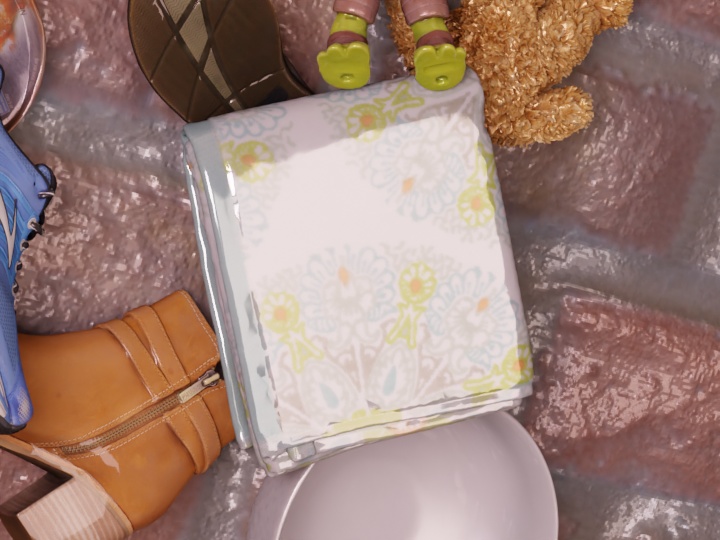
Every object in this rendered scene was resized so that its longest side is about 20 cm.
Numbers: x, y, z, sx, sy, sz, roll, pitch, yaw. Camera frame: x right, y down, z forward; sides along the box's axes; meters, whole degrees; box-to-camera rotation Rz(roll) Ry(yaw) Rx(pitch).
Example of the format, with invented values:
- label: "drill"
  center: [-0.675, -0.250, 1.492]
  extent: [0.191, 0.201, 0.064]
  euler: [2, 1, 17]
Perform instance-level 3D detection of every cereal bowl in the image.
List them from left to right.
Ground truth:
- label: "cereal bowl"
  center: [0.016, 0.158, 1.323]
  extent: [0.200, 0.083, 0.200]
  euler: [-7, 106, -26]

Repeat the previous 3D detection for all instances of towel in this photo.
- label: "towel"
  center: [0.000, 0.000, 1.222]
  extent: [0.171, 0.048, 0.200]
  euler: [-13, 97, -17]

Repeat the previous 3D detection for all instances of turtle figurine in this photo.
- label: "turtle figurine"
  center: [0.004, -0.178, 1.221]
  extent: [0.200, 0.064, 0.162]
  euler: [8, 62, -19]

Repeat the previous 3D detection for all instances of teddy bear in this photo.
- label: "teddy bear"
  center: [0.080, -0.126, 1.295]
  extent: [0.200, 0.067, 0.145]
  euler: [-33, 114, -18]

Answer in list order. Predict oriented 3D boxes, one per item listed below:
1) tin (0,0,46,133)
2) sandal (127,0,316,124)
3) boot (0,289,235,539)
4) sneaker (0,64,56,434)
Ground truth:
- label: "tin"
  center: [-0.237, -0.153, 1.135]
  extent: [0.112, 0.042, 0.200]
  euler: [-29, 114, -23]
- label: "sandal"
  center: [-0.069, -0.112, 1.229]
  extent: [0.082, 0.055, 0.200]
  euler: [-41, 133, 1]
- label: "boot"
  center: [-0.153, 0.052, 1.214]
  extent: [0.155, 0.077, 0.200]
  euler: [-36, 106, -24]
- label: "sneaker"
  center: [-0.188, -0.017, 1.115]
  extent: [0.089, 0.079, 0.200]
  euler: [-11, 91, -33]
